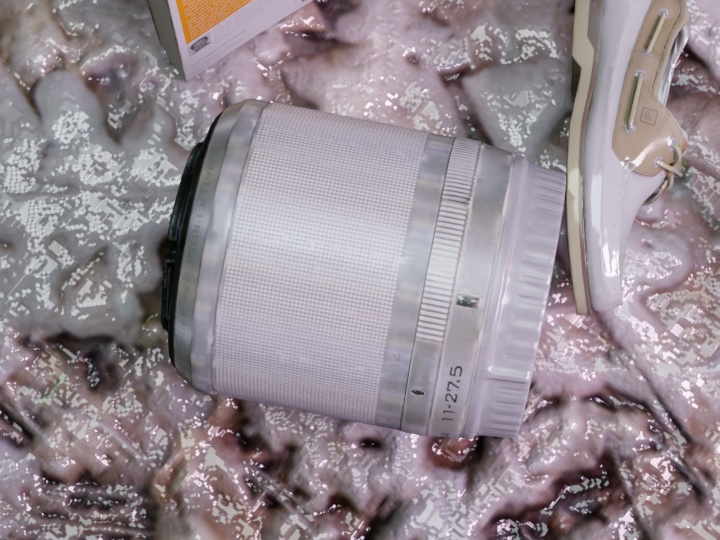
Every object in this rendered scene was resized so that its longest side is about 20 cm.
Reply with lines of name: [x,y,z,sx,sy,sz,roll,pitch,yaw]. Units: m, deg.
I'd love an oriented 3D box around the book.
book: [-0.057,-0.182,1.082,0.133,0.200,0.048,-33,78,-8]

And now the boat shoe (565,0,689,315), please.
boat shoe: [0.152,-0.073,1.118,0.068,0.075,0.202,3,75,7]

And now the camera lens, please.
camera lens: [0.000,0.000,1.057,0.198,0.160,0.161,11,76,3]
